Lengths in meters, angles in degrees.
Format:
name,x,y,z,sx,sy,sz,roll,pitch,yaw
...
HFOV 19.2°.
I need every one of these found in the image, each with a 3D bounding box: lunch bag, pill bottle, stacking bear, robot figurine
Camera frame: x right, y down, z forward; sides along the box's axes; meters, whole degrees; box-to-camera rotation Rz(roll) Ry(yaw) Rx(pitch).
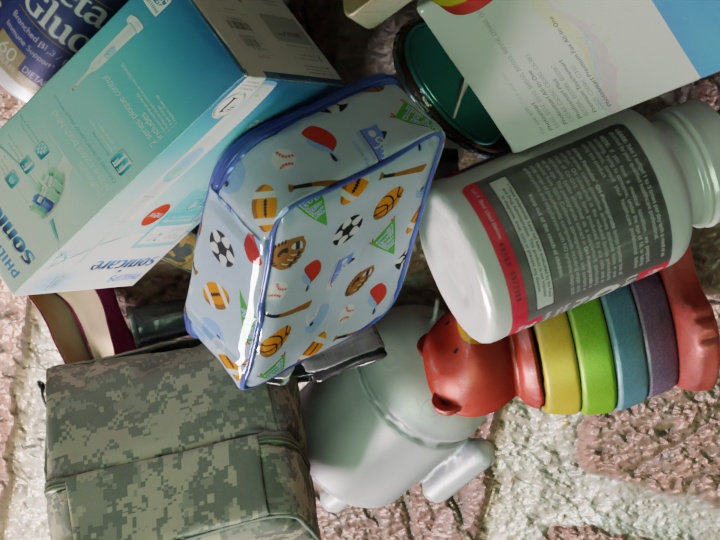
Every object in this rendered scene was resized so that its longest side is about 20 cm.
name,x,y,z,sx,sy,sz,roll,pitch,yaw
lunch bag,-0.131,0.130,1.548,0.198,0.169,0.139,-13,164,7
pill bottle,0.145,-0.039,1.376,0.199,0.111,0.111,-23,131,-13
lunch bag,-0.027,-0.022,1.317,0.076,0.160,0.201,45,145,22
pill bottle,-0.143,-0.191,1.275,0.111,0.112,0.200,32,128,-16
stacking bear,0.141,0.051,1.498,0.198,0.122,0.114,-11,144,-2
robot figurine,0.023,0.102,1.604,0.169,0.113,0.200,41,128,-7

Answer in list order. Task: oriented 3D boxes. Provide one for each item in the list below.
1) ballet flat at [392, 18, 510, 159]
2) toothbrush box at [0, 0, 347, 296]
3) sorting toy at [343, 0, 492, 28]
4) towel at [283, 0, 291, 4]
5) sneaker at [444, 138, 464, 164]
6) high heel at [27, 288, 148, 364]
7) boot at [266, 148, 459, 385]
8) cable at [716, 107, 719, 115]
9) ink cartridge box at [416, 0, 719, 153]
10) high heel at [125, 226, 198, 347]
name,x,y,z,sx,sy,sz,roll,pitch,yaw
ballet flat,0.094,-0.100,1.449,0.199,0.075,0.074,35,129,-16
toothbrush box,-0.128,-0.080,1.265,0.200,0.146,0.086,-40,77,18
sorting toy,0.079,-0.254,1.236,0.198,0.201,0.069,-32,135,33
towel,-0.103,-0.235,1.361,0.165,0.086,0.200,32,128,-18
sneaker,0.003,-0.040,1.528,0.200,0.077,0.082,-40,158,21
high heel,-0.219,0.040,1.614,0.067,0.097,0.200,-28,120,31
boot,0.000,0.000,1.448,0.199,0.133,0.070,-22,167,37
cable,0.321,-0.100,1.403,0.199,0.050,0.097,-25,115,31
ink cartridge box,0.134,-0.179,1.325,0.199,0.129,0.126,-21,123,28
high heel,-0.115,-0.047,1.558,0.141,0.072,0.202,-13,116,-8
